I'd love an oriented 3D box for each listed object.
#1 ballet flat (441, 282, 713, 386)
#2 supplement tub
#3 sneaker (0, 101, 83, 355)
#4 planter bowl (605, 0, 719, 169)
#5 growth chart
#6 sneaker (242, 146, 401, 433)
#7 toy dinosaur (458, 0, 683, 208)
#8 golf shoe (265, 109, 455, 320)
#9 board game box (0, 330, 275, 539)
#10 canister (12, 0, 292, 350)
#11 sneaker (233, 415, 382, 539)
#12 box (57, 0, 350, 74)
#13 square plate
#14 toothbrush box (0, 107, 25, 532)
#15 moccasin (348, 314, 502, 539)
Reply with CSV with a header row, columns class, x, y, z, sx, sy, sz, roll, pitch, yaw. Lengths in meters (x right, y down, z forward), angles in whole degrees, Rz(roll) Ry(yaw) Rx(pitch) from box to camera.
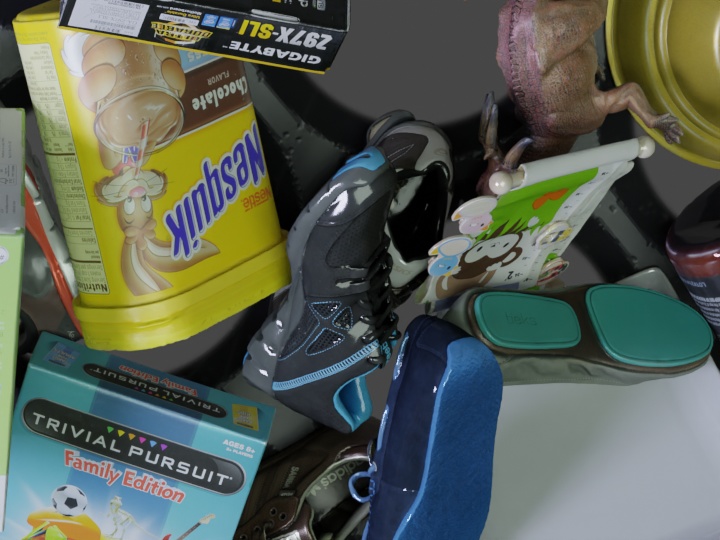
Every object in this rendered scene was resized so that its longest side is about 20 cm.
class,x,y,z,sx,sy,sz,roll,pitch,yaw
ballet flat,0.129,0.044,1.539,0.200,0.067,0.064,4,149,-33
supplement tub,0.288,0.035,1.587,0.107,0.107,0.200,-35,110,-1
sneaker,-0.225,-0.031,1.471,0.082,0.077,0.200,-26,109,2
planter bowl,0.262,-0.152,1.540,0.200,0.083,0.201,-4,106,-12
growth chart,0.097,-0.019,1.486,0.145,0.200,0.018,-20,67,-28
sneaker,-0.004,0.012,1.450,0.082,0.073,0.200,35,135,16
toy dinosaur,0.111,-0.123,1.485,0.135,0.086,0.200,-19,106,-32
golf shoe,0.000,0.000,1.519,0.078,0.094,0.200,18,102,-18
board game box,-0.155,0.154,1.509,0.151,0.047,0.200,18,116,-3
canister,-0.122,-0.071,1.449,0.148,0.086,0.200,-29,112,-47
sneaker,-0.059,0.164,1.560,0.200,0.076,0.070,-37,110,-1
box,-0.086,-0.219,1.398,0.159,0.049,0.200,7,61,-14
square plate,0.148,0.118,1.562,0.200,0.028,0.198,-23,65,-9
toothbrush box,-0.235,0.026,1.383,0.086,0.146,0.200,2,122,-9
moccasin,0.042,0.116,1.495,0.080,0.068,0.200,-5,124,-35
